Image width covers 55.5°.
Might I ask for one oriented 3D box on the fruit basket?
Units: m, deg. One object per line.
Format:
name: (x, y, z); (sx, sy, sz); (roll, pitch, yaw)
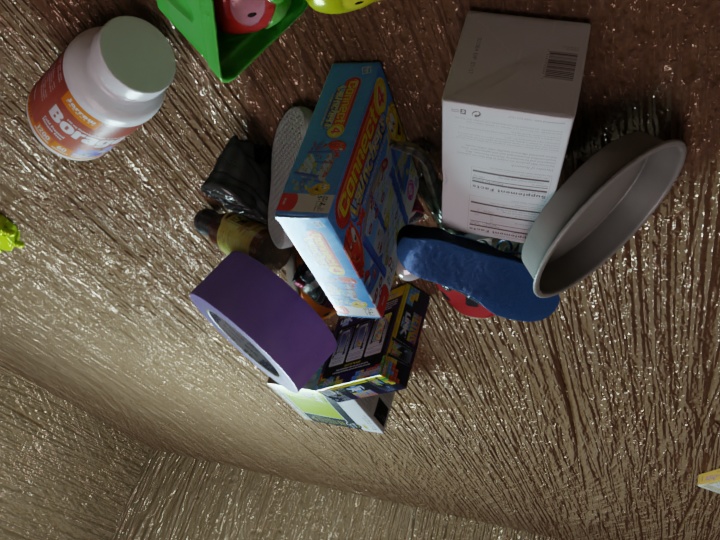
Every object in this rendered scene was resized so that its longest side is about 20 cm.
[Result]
fruit basket: (-0.059, -0.251, 0.538); (0.215, 0.156, 0.216); (30, 154, 16)

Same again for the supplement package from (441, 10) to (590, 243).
supplement package: (0.142, -0.128, 0.659); (0.109, 0.114, 0.200); (12, 154, 13)

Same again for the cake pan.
cake pan: (0.237, -0.056, 0.682); (0.037, 0.200, 0.200); (48, 165, 27)

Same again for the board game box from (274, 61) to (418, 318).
board game box: (-0.003, -0.081, 0.738); (0.056, 0.200, 0.196); (5, 151, 22)

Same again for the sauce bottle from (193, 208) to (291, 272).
sauce bottle: (-0.180, -0.051, 0.995); (0.200, 0.066, 0.066); (23, 163, 44)

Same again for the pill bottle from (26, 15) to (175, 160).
pill bottle: (-0.294, -0.205, 0.779); (0.112, 0.112, 0.200); (35, 148, -30)

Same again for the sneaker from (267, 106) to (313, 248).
sneaker: (-0.053, -0.118, 0.856); (0.105, 0.075, 0.200); (-11, 137, -26)

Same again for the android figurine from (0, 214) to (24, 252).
android figurine: (-0.765, -0.091, 1.355); (0.200, 0.041, 0.182); (18, 153, 3)

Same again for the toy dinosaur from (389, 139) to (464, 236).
toy dinosaur: (0.086, -0.097, 0.775); (0.047, 0.088, 0.200); (-15, 134, 23)

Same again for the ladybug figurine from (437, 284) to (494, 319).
ladybug figurine: (0.159, 0.006, 0.942); (0.136, 0.072, 0.200); (6, 150, 22)

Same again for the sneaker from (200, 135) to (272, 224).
sneaker: (-0.141, -0.115, 0.898); (0.076, 0.091, 0.200); (20, 175, 3)

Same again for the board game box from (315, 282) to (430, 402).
board game box: (0.019, 0.125, 1.144); (0.057, 0.165, 0.200); (32, 150, -23)

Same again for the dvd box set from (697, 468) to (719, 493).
dvd box set: (0.805, 0.431, 1.382); (0.146, 0.029, 0.200); (18, 154, 2)

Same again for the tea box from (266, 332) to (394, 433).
tea box: (-0.052, 0.227, 1.411); (0.196, 0.134, 0.200); (4, 149, 24)

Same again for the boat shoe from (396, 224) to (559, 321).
boat shoe: (0.134, -0.010, 0.759); (0.200, 0.069, 0.084); (27, 113, -19)

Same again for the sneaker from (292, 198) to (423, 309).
sneaker: (0.004, -0.028, 0.903); (0.200, 0.081, 0.075); (-37, 111, 23)

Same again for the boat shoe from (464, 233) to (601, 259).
boat shoe: (0.187, -0.021, 0.821); (0.200, 0.068, 0.075); (-13, 103, 15)

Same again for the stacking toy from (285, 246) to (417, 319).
stacking toy: (0.000, 0.000, 0.998); (0.200, 0.146, 0.146); (-7, 147, 12)

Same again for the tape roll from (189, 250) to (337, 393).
tape roll: (-0.134, 0.072, 0.945); (0.200, 0.085, 0.200); (38, 162, 15)
